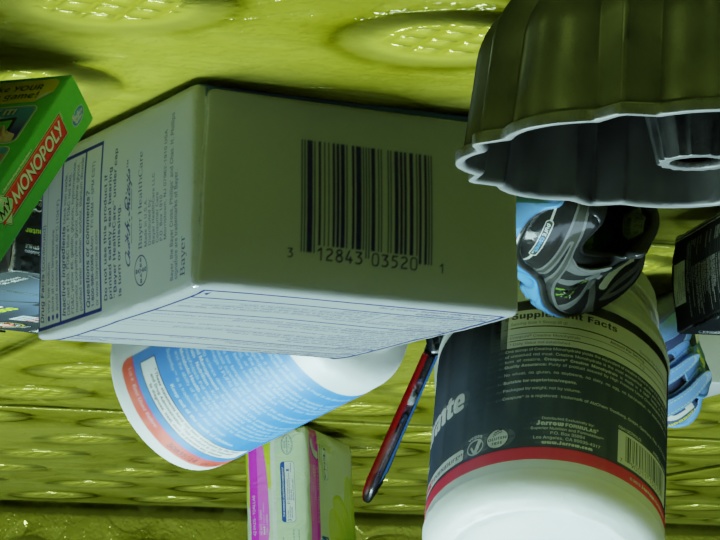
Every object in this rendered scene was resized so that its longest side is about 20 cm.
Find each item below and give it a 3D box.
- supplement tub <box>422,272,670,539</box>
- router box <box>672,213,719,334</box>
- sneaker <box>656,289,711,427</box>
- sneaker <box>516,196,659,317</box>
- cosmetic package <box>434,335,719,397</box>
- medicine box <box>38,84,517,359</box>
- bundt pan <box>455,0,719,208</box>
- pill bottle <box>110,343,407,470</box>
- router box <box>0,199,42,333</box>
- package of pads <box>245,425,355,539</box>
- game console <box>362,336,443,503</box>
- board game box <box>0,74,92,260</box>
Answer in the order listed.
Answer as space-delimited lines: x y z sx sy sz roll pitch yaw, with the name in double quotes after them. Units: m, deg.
0.112 0.094 1.695 0.140 0.200 0.140 4 138 3 "supplement tub"
0.298 0.000 1.665 0.200 0.062 0.150 2 169 -10 "router box"
0.208 0.064 1.992 0.074 0.082 0.200 -22 169 9 "sneaker"
0.128 -0.016 1.591 0.083 0.071 0.200 0 169 18 "sneaker"
0.174 0.070 2.173 0.200 0.052 0.151 3 167 -19 "cosmetic package"
-0.046 -0.019 1.476 0.182 0.103 0.200 5 170 -28 "medicine box"
0.139 -0.080 1.188 0.202 0.076 0.202 1 171 0 "bundt pan"
-0.042 0.034 1.686 0.200 0.112 0.112 -27 156 35 "pill bottle"
-0.190 -0.008 1.663 0.150 0.062 0.200 9 167 -38 "router box"
-0.059 0.234 2.837 0.068 0.155 0.200 -5 169 13 "package of pads"
0.083 0.083 1.924 0.172 0.119 0.200 -7 179 2 "game console"
-0.238 -0.034 1.323 0.200 0.135 0.029 -3 130 27 "board game box"
